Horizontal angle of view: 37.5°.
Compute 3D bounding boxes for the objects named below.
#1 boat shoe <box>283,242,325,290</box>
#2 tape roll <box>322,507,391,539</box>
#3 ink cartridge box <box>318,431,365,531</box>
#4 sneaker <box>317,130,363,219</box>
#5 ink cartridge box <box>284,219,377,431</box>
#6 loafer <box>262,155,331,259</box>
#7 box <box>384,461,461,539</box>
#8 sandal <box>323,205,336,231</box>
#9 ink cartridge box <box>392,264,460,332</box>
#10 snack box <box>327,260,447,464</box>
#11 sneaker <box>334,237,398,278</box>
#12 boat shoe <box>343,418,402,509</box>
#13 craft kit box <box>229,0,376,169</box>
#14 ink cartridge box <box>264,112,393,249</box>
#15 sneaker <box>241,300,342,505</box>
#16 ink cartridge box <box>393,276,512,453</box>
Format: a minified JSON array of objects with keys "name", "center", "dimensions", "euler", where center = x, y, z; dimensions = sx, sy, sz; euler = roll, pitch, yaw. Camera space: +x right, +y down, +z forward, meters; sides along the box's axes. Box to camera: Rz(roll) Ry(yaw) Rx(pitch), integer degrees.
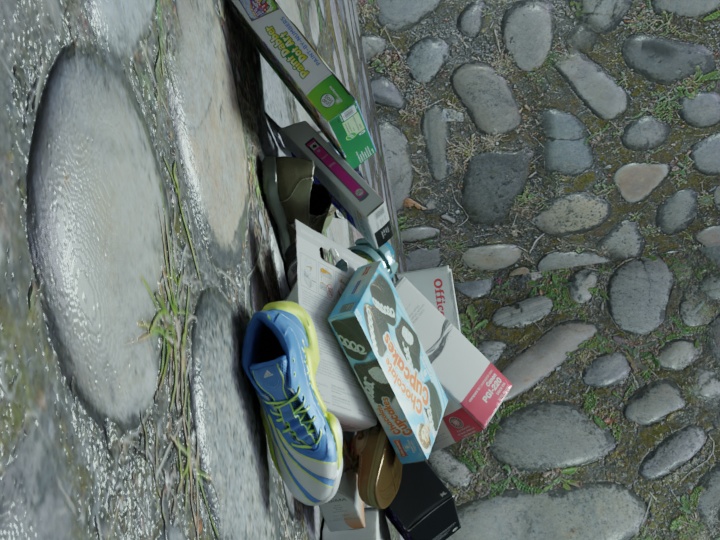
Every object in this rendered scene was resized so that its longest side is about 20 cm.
[{"name":"boat shoe","center":[-0.041,0.048,1.263],"dimensions":[0.057,0.068,0.201],"euler":[-121,-171,-49]},{"name":"tape roll","center":[0.003,0.401,1.330],"dimensions":[0.202,0.070,0.204],"euler":[-9,90,-85]},{"name":"ink cartridge box","center":[-0.035,0.184,1.221],"dimensions":[0.200,0.050,0.163],"euler":[79,5,-52]},{"name":"sneaker","center":[-0.024,-0.160,1.753],"dimensions":[0.202,0.077,0.147],"euler":[-30,101,-74]},{"name":"ink cartridge box","center":[-0.042,0.065,1.163],"dimensions":[0.161,0.050,0.201],"euler":[29,50,-56]},{"name":"loafer","center":[-0.067,-0.064,1.290],"dimensions":[0.200,0.069,0.076],"euler":[74,10,-55]},{"name":"box","center":[0.040,0.266,1.407],"dimensions":[0.200,0.079,0.141],"euler":[48,-15,29]},{"name":"sandal","center":[-0.057,-0.103,1.510],"dimensions":[0.201,0.057,0.080],"euler":[52,30,-79]},{"name":"ink cartridge box","center":[0.042,0.081,1.511],"dimensions":[0.084,0.199,0.146],"euler":[37,45,-82]},{"name":"snack box","center":[0.035,0.103,1.198],"dimensions":[0.201,0.037,0.116],"euler":[64,27,-21]},{"name":"sneaker","center":[0.000,0.000,1.359],"dimensions":[0.080,0.130,0.200],"euler":[49,-15,-4]},{"name":"boat shoe","center":[0.014,0.198,1.238],"dimensions":[0.200,0.062,0.074],"euler":[-76,157,-56]},{"name":"craft kit box","center":[-0.065,-0.227,1.236],"dimensions":[0.198,0.048,0.200],"euler":[55,0,13]},{"name":"ink cartridge box","center":[-0.039,-0.118,1.313],"dimensions":[0.200,0.037,0.095],"euler":[45,-10,22]},{"name":"sneaker","center":[-0.075,0.127,1.006],"dimensions":[0.105,0.075,0.201],"euler":[15,60,-71]},{"name":"ink cartridge box","center":[0.071,0.122,1.352],"dimensions":[0.085,0.200,0.146],"euler":[-50,-175,-33]}]
